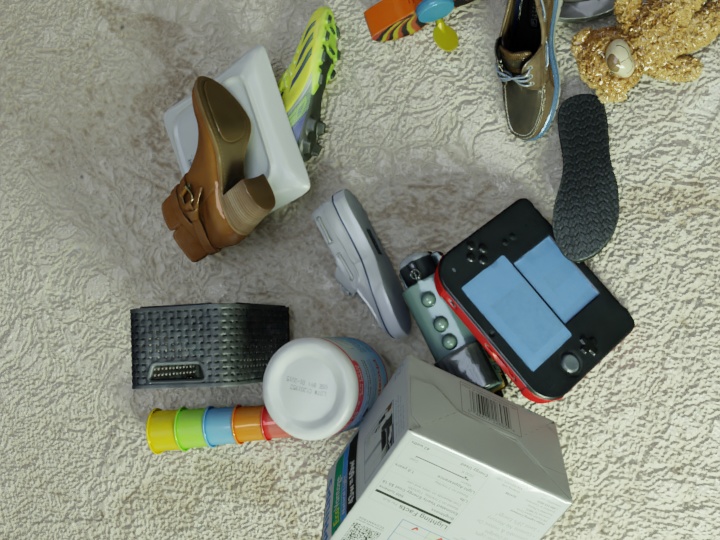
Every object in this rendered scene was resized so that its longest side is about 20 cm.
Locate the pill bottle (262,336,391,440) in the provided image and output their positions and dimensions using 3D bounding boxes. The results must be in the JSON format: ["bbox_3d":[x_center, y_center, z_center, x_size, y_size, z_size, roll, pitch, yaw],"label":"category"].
[{"bbox_3d":[-0.028,0.131,1.065,0.107,0.200,0.111,-1,86,17],"label":"pill bottle"}]

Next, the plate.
[{"bbox_3d":[-0.171,-0.156,1.186,0.199,0.032,0.202,-25,80,34],"label":"plate"}]

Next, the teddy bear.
[{"bbox_3d":[0.336,-0.267,1.026,0.197,0.067,0.146,-16,125,1],"label":"teddy bear"}]

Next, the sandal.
[{"bbox_3d":[0.264,-0.105,1.075,0.074,0.048,0.203,0,74,18],"label":"sandal"}]

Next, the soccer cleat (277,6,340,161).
[{"bbox_3d":[-0.078,-0.239,1.177,0.083,0.065,0.203,11,90,20],"label":"soccer cleat"}]

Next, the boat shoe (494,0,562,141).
[{"bbox_3d":[0.185,-0.245,1.059,0.072,0.072,0.203,12,115,34],"label":"boat shoe"}]

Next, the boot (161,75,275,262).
[{"bbox_3d":[-0.198,-0.122,1.146,0.154,0.073,0.202,-31,74,37],"label":"boot"}]

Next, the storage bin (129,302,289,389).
[{"bbox_3d":[-0.175,0.090,1.113,0.133,0.200,0.095,-4,86,17],"label":"storage bin"}]

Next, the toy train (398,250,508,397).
[{"bbox_3d":[0.107,0.067,1.072,0.084,0.114,0.202,-28,79,13],"label":"toy train"}]

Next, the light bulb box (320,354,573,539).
[{"bbox_3d":[0.086,0.233,0.993,0.196,0.125,0.201,26,120,-12],"label":"light bulb box"}]

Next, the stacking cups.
[{"bbox_3d":[-0.174,0.203,1.181,0.197,0.060,0.062,-4,85,16],"label":"stacking cups"}]

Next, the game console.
[{"bbox_3d":[0.194,0.031,1.036,0.176,0.031,0.201,-35,80,-26],"label":"game console"}]

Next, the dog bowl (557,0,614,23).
[{"bbox_3d":[0.257,-0.386,1.084,0.197,0.059,0.203,-1,86,17],"label":"dog bowl"}]

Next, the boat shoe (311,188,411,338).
[{"bbox_3d":[0.000,0.000,1.139,0.065,0.073,0.202,-30,68,18],"label":"boat shoe"}]

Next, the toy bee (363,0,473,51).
[{"bbox_3d":[0.106,-0.332,1.118,0.198,0.108,0.133,2,95,42],"label":"toy bee"}]
